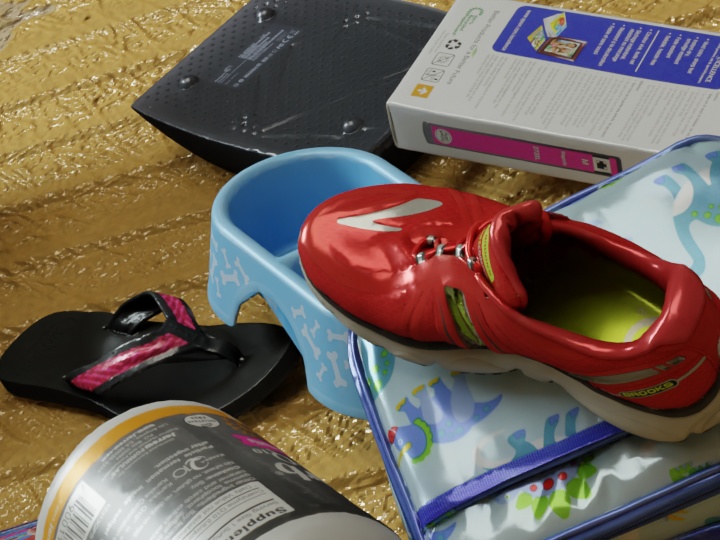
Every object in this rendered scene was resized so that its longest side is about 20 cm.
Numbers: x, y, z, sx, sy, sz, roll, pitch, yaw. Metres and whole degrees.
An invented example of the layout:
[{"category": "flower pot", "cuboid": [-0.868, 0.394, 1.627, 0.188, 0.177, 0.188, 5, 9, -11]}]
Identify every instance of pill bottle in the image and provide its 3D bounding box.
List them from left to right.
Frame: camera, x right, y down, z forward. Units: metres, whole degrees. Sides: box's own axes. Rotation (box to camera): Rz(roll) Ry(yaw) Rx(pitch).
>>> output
[{"category": "pill bottle", "cuboid": [-0.041, 0.137, 0.985, 0.116, 0.117, 0.200, -38, 34, -16]}]

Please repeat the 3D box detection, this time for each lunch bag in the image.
[{"category": "lunch bag", "cuboid": [0.105, 0.049, 1.004, 0.199, 0.083, 0.161, -23, 55, 9]}]

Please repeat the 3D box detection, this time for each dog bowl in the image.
[{"category": "dog bowl", "cuboid": [0.000, 0.000, 1.173, 0.111, 0.050, 0.200, -24, 35, -22]}]

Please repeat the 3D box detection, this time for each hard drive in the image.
[{"category": "hard drive", "cuboid": [-0.023, -0.099, 1.369, 0.135, 0.042, 0.200, -44, 36, -23]}]

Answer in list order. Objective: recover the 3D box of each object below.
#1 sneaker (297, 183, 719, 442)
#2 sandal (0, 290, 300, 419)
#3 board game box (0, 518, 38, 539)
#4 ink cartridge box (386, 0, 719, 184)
[{"category": "sneaker", "cuboid": [0.058, -0.002, 0.950, 0.199, 0.085, 0.077, 16, 68, 30]}, {"category": "sandal", "cuboid": [-0.117, 0.041, 1.240, 0.199, 0.045, 0.075, 4, 43, 40]}, {"category": "board game box", "cuboid": [-0.200, 0.146, 1.126, 0.199, 0.020, 0.103, -18, 6, 8]}, {"category": "ink cartridge box", "cuboid": [0.121, -0.087, 1.228, 0.199, 0.037, 0.095, 10, 47, 27]}]
